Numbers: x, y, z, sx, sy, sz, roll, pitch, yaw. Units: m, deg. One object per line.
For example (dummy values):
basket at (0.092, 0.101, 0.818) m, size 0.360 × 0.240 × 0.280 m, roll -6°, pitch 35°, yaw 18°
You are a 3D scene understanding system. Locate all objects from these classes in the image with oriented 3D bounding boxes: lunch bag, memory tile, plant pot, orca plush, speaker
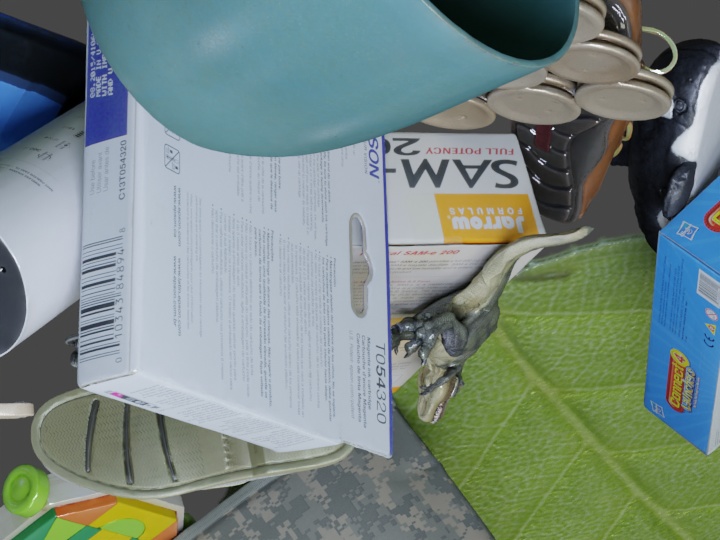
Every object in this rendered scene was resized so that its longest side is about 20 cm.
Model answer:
lunch bag at (-0.017, 0.209, 1.483) m, size 0.200 × 0.164 × 0.118 m, roll -30°, pitch 148°, yaw -13°
memory tile at (0.048, -0.106, 1.142) m, size 0.200 × 0.017 × 0.153 m, roll -1°, pitch 161°, yaw 28°
plant pot at (-0.026, -0.142, 0.997) m, size 0.161 × 0.201 × 0.201 m, roll -29°, pitch 148°, yaw 30°
orca plush at (0.179, -0.069, 1.352) m, size 0.105 × 0.071 × 0.200 m, roll -63°, pitch 159°, yaw -19°
speaker at (-0.140, -0.032, 1.088) m, size 0.081 × 0.081 × 0.200 m, roll -49°, pitch 176°, yaw 35°

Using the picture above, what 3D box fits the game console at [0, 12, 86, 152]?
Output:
game console at (-0.210, -0.023, 1.072) m, size 0.118 × 0.171 × 0.200 m, roll 26°, pitch 103°, yaw -19°

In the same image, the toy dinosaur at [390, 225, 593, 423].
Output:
toy dinosaur at (0.047, 0.030, 1.231) m, size 0.088 × 0.047 × 0.200 m, roll -19°, pitch 161°, yaw -30°

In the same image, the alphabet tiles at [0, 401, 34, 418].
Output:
alphabet tiles at (-0.275, 0.073, 1.195) m, size 0.195 × 0.015 × 0.200 m, roll 0°, pitch 175°, yaw -14°

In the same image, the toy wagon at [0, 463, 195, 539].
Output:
toy wagon at (-0.208, 0.193, 1.498) m, size 0.200 × 0.040 × 0.155 m, roll -38°, pitch 143°, yaw 22°

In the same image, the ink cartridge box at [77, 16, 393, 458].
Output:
ink cartridge box at (-0.058, -0.018, 1.097) m, size 0.043 × 0.197 × 0.200 m, roll -14°, pitch 156°, yaw 31°

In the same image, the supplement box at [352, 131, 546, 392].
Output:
supplement box at (0.000, 0.000, 1.283) m, size 0.126 × 0.074 × 0.200 m, roll -1°, pitch 153°, yaw -29°

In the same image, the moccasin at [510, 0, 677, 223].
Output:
moccasin at (0.126, -0.102, 1.241) m, size 0.078 × 0.074 × 0.201 m, roll -56°, pitch 160°, yaw -24°

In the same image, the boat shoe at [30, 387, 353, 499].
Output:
boat shoe at (-0.101, 0.105, 1.398) m, size 0.200 × 0.075 × 0.068 m, roll 0°, pitch 172°, yaw -4°

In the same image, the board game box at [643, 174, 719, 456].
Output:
board game box at (0.261, -0.012, 1.387) m, size 0.196 × 0.056 × 0.200 m, roll -41°, pitch 153°, yaw -22°

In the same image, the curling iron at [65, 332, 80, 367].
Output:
curling iron at (-0.091, 0.052, 1.368) m, size 0.200 × 0.026 × 0.050 m, roll 6°, pitch 173°, yaw -43°
